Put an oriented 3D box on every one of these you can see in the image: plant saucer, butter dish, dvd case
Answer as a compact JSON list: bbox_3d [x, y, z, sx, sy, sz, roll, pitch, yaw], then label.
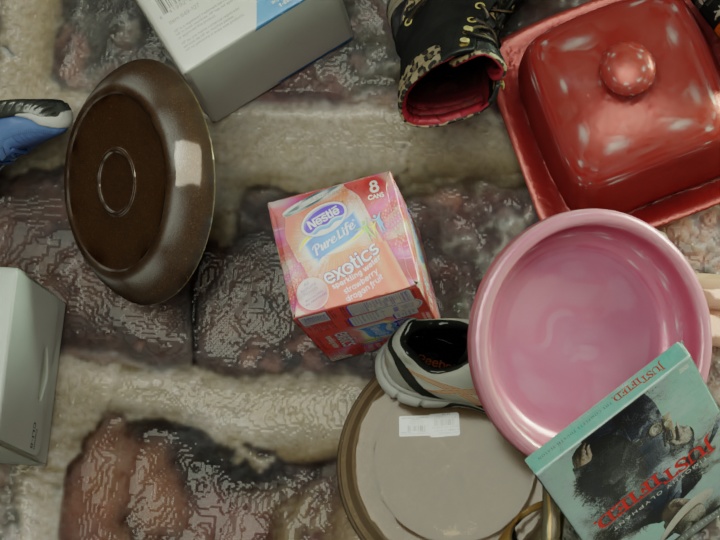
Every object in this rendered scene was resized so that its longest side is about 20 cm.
[{"bbox_3d":[-0.188,-0.072,1.742,0.200,0.032,0.202,2,92,49],"label":"plant saucer"},{"bbox_3d":[0.171,0.054,1.641,0.199,0.051,0.202,0,91,-18],"label":"plant saucer"},{"bbox_3d":[0.213,-0.141,1.704,0.199,0.148,0.201,-20,77,3],"label":"butter dish"},{"bbox_3d":[0.077,0.155,1.724,0.199,0.029,0.202,-2,78,9],"label":"plant saucer"},{"bbox_3d":[0.218,0.153,1.624,0.146,0.200,0.022,-37,49,-2],"label":"dvd case"}]

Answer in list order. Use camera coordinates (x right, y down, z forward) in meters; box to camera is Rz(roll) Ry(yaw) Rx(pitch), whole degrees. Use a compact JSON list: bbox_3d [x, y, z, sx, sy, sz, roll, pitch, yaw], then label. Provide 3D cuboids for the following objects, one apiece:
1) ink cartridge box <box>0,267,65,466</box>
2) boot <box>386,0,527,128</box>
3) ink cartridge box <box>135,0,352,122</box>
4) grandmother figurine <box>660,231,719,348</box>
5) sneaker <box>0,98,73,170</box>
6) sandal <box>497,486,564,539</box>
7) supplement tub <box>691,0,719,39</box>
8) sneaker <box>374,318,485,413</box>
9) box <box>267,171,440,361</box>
[{"bbox_3d":[-0.358,0.074,1.744,0.198,0.145,0.146,3,78,8],"label":"ink cartridge box"},{"bbox_3d":[0.104,-0.206,1.716,0.199,0.073,0.151,-26,36,23],"label":"boot"},{"bbox_3d":[-0.122,-0.259,1.778,0.147,0.145,0.201,-31,76,-1],"label":"ink cartridge box"},{"bbox_3d":[0.229,0.024,1.714,0.198,0.061,0.122,2,59,7],"label":"grandmother figurine"},{"bbox_3d":[-0.326,-0.097,1.812,0.199,0.076,0.078,-16,87,23],"label":"sneaker"},{"bbox_3d":[0.125,0.239,1.660,0.054,0.080,0.201,12,97,5],"label":"sandal"},{"bbox_3d":[0.301,-0.261,1.687,0.122,0.123,0.200,-36,83,0],"label":"supplement tub"},{"bbox_3d":[0.112,0.080,1.677,0.198,0.080,0.074,5,67,-3],"label":"sneaker"},{"bbox_3d":[0.000,0.000,1.678,0.102,0.200,0.095,-14,77,6],"label":"box"}]
